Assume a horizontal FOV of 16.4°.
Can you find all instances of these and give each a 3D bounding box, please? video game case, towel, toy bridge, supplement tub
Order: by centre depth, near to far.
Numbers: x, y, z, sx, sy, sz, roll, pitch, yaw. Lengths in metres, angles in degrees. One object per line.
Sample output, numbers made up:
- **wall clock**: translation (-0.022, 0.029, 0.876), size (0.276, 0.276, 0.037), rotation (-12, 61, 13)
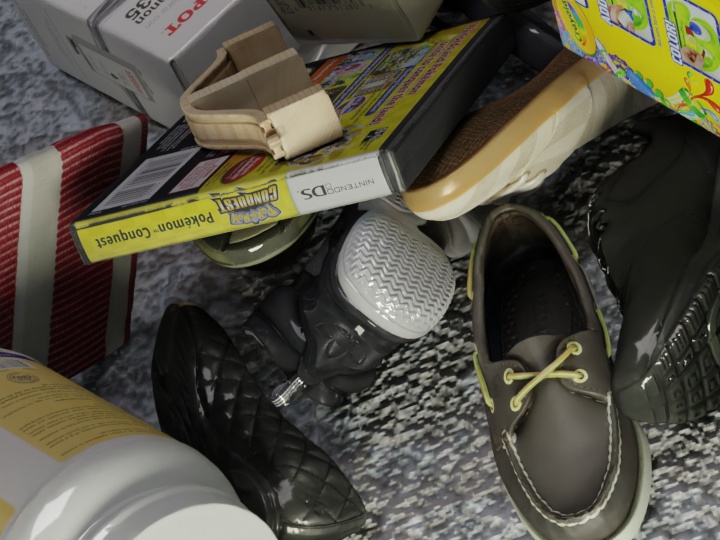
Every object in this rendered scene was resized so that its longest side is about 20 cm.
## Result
- **supplement tub**: translation (-0.143, 0.131, 1.174), size (0.145, 0.145, 0.200), rotation (-46, 42, -18)
- **towel**: translation (-0.183, 0.008, 1.272), size (0.023, 0.144, 0.200), rotation (24, 32, 27)
- **toy bridge**: translation (-0.057, -0.088, 1.275), size (0.067, 0.027, 0.200), rotation (-24, 18, -2)
- **video game case**: translation (-0.030, -0.070, 1.280), size (0.181, 0.026, 0.200), rotation (-12, 20, 25)

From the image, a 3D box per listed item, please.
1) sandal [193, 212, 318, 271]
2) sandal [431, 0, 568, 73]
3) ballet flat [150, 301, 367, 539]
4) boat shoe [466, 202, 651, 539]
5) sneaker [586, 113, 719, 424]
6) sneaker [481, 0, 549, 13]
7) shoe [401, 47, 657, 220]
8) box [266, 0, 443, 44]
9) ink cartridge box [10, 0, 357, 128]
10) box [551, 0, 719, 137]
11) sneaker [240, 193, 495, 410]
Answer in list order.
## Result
- **sandal**: translation (-0.050, -0.033, 1.337), size (0.080, 0.057, 0.201), rotation (-22, 13, 1)
- **sandal**: translation (0.054, -0.150, 1.407), size (0.043, 0.076, 0.200), rotation (-56, 38, 11)
- **ballet flat**: translation (-0.060, 0.081, 1.259), size (0.057, 0.066, 0.200), rotation (1, 31, -28)
- **boat shoe**: translation (0.087, 0.050, 1.182), size (0.072, 0.061, 0.201), rotation (-22, 41, 10)
- **sneaker**: translation (0.145, -0.003, 1.187), size (0.091, 0.076, 0.200), rotation (6, 42, 22)
- **sneaker**: translation (0.116, -0.234, 1.337), size (0.200, 0.060, 0.104), rotation (-45, 47, 5)
- **shoe**: translation (0.095, -0.071, 1.264), size (0.070, 0.053, 0.200), rotation (-16, 17, 48)
- **box**: translation (0.024, -0.222, 1.370), size (0.095, 0.078, 0.200), rotation (1, 52, 40)
- **ink cartridge box**: translation (-0.101, -0.170, 1.508), size (0.147, 0.083, 0.200), rotation (-44, 41, -16)
- **box**: translation (0.217, -0.165, 1.162), size (0.200, 0.122, 0.193), rotation (-40, 49, -18)
- **sneaker**: translation (0.000, 0.000, 1.273), size (0.114, 0.075, 0.200), rotation (-44, 9, 26)
